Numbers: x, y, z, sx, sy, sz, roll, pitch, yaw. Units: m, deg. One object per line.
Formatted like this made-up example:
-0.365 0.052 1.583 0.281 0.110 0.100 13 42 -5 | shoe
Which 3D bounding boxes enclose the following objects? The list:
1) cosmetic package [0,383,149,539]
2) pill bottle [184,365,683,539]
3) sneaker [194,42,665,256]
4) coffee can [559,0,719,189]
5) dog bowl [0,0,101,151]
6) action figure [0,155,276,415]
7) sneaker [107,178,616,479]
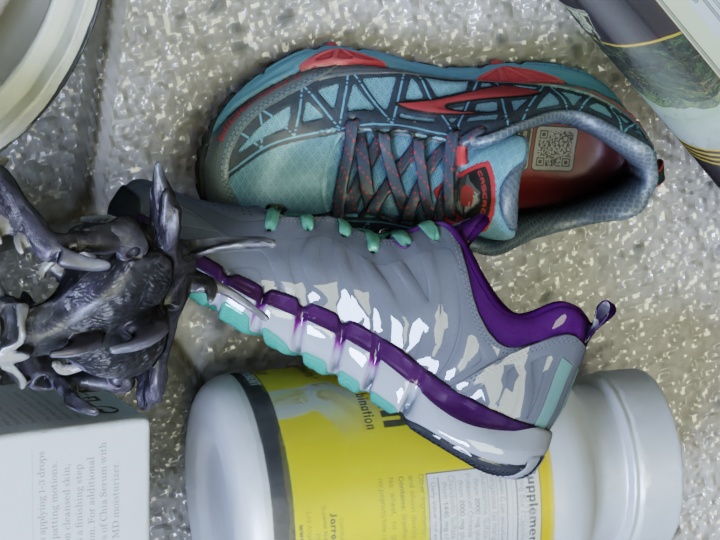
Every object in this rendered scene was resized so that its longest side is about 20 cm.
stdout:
-0.184 0.106 0.909 0.199 0.071 0.102 -5 104 -27 | cosmetic package
0.031 0.091 1.020 0.198 0.112 0.113 -5 110 -17 | pill bottle
0.033 -0.048 0.980 0.198 0.096 0.080 -7 110 -16 | sneaker
0.178 -0.109 0.980 0.146 0.146 0.200 -44 116 0 | coffee can
-0.197 -0.130 0.887 0.199 0.074 0.202 -6 111 -17 | dog bowl
-0.135 0.004 0.872 0.199 0.102 0.119 -14 139 -27 | action figure
0.000 0.000 0.948 0.199 0.074 0.088 30 90 1 | sneaker
